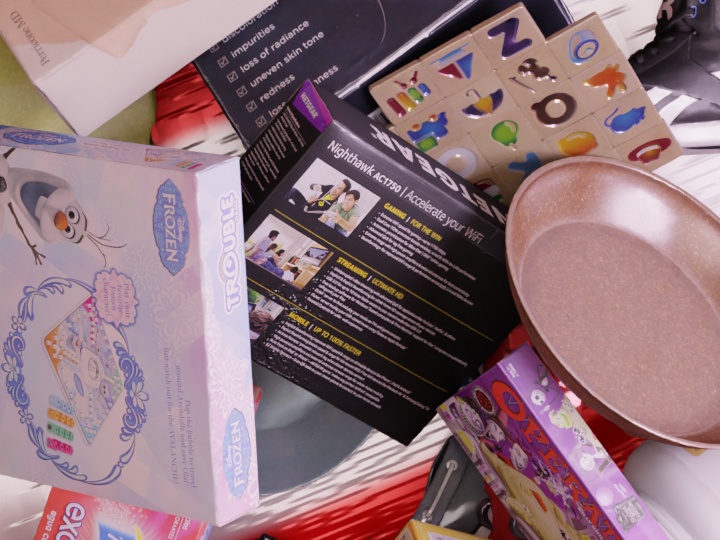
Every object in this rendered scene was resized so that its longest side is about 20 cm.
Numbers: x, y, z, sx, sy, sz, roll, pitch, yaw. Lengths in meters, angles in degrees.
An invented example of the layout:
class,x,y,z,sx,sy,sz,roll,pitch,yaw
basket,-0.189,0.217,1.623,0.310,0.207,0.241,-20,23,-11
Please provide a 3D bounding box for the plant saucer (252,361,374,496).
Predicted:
class,x,y,z,sx,sy,sz,roll,pitch,yaw
plant saucer,-0.071,0.040,1.702,0.199,0.039,0.203,0,92,3

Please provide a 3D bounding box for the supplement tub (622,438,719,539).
class,x,y,z,sx,sy,sz,roll,pitch,yaw
supplement tub,0.246,0.132,1.608,0.200,0.144,0.145,-36,89,-11

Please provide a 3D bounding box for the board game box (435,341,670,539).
class,x,y,z,sx,sy,sz,roll,pitch,yaw
board game box,0.126,0.141,1.544,0.032,0.120,0.200,-34,86,-26

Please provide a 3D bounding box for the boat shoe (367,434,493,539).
class,x,y,z,sx,sy,sz,roll,pitch,yaw
boat shoe,0.015,0.187,1.683,0.062,0.073,0.200,44,87,-7

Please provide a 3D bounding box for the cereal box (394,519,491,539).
class,x,y,z,sx,sy,sz,roll,pitch,yaw
cereal box,0.038,0.244,1.631,0.143,0.040,0.200,18,122,-32

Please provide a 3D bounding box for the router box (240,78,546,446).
class,x,y,z,sx,sy,sz,roll,pitch,yaw
router box,0.000,0.000,1.562,0.200,0.051,0.149,31,108,-36

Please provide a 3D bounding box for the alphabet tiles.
class,x,y,z,sx,sy,sz,roll,pitch,yaw
alphabet tiles,0.091,-0.069,1.582,0.166,0.006,0.200,-29,135,10

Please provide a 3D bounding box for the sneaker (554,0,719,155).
class,x,y,z,sx,sy,sz,roll,pitch,yaw
sneaker,0.173,-0.125,1.651,0.199,0.073,0.113,-4,83,-16

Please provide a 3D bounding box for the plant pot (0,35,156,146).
class,x,y,z,sx,sy,sz,roll,pitch,yaw
plant pot,-0.216,-0.088,1.646,0.183,0.200,0.202,-9,92,-7

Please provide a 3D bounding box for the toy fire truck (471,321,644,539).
class,x,y,z,sx,sy,sz,roll,pitch,yaw
toy fire truck,0.139,0.072,1.655,0.140,0.049,0.202,-6,96,-25

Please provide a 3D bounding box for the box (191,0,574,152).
class,x,y,z,sx,sy,sz,roll,pitch,yaw
box,-0.011,-0.173,1.612,0.199,0.124,0.197,-35,64,5

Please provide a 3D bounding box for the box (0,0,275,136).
class,x,y,z,sx,sy,sz,roll,pitch,yaw
box,-0.111,-0.176,1.531,0.200,0.078,0.095,-36,65,-1

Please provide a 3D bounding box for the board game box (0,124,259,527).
class,x,y,z,sx,sy,sz,roll,pitch,yaw
board game box,-0.149,0.027,1.511,0.198,0.043,0.201,10,110,35

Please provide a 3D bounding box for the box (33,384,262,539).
class,x,y,z,sx,sy,sz,roll,pitch,yaw
box,-0.141,0.155,1.650,0.094,0.103,0.201,22,115,2

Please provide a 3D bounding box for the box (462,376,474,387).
class,x,y,z,sx,sy,sz,roll,pitch,yaw
box,0.064,-0.036,1.669,0.121,0.032,0.201,22,86,-13

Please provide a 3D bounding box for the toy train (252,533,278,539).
class,x,y,z,sx,sy,sz,roll,pitch,yaw
toy train,-0.090,0.262,1.716,0.046,0.034,0.201,26,93,-9

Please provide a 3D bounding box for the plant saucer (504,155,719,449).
class,x,y,z,sx,sy,sz,roll,pitch,yaw
plant saucer,0.160,0.025,1.550,0.200,0.200,0.037,42,132,2
